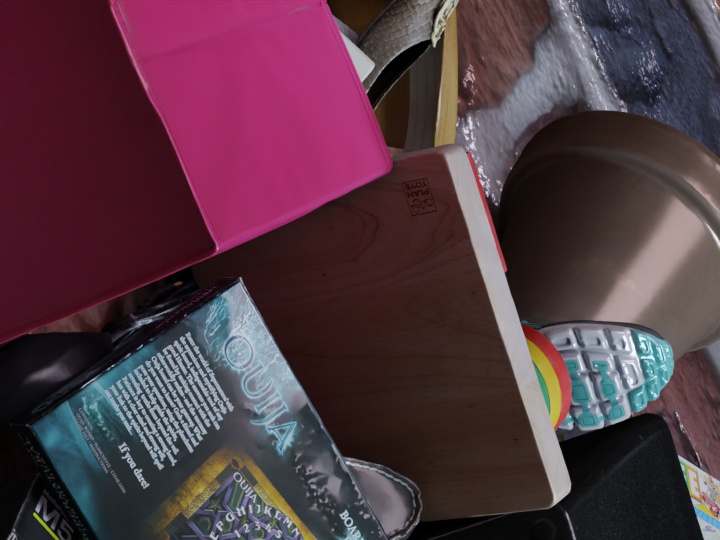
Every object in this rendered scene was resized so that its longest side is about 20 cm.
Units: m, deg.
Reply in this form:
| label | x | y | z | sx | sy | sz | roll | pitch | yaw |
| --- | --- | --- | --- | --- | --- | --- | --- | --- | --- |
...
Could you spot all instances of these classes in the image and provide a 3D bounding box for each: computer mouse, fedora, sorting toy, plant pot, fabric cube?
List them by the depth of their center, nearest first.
| label | x | y | z | sx | sy | sz | roll | pitch | yaw |
| --- | --- | --- | --- | --- | --- | --- | --- | --- | --- |
| fabric cube | -0.137 | -0.089 | 1.251 | 0.199 | 0.196 | 0.200 | -28 | 97 | -60 |
| computer mouse | -0.142 | 0.033 | 1.308 | 0.034 | 0.059 | 0.200 | 60 | 27 | -3 |
| sorting toy | 0.018 | 0.035 | 1.381 | 0.070 | 0.200 | 0.199 | -28 | 103 | -48 |
| plant pot | 0.095 | 0.207 | 1.422 | 0.177 | 0.200 | 0.200 | 3 | 69 | -73 |
| fedora | 0.017 | -0.145 | 1.648 | 0.201 | 0.082 | 0.201 | 179 | -90 | -86 |
| plant pot | 0.164 | 0.016 | 1.760 | 0.200 | 0.200 | 0.175 | 55 | 49 | -24 |

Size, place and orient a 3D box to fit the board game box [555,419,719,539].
| label | x | y | z | sx | sy | sz | roll | pitch | yaw |
| --- | --- | --- | --- | --- | --- | --- | --- | --- | --- |
| board game box | 0.160 | 0.159 | 1.677 | 0.200 | 0.134 | 0.034 | 33 | 44 | -49 |

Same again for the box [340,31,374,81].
| label | x | y | z | sx | sy | sz | roll | pitch | yaw |
| --- | --- | --- | --- | --- | --- | --- | --- | --- | --- |
| box | -0.092 | -0.157 | 1.444 | 0.200 | 0.082 | 0.068 | 42 | 1 | -26 |

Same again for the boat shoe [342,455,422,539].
| label | x | y | z | sx | sy | sz | roll | pitch | yaw |
| --- | --- | --- | --- | --- | --- | --- | --- | --- | --- |
| boat shoe | -0.052 | 0.127 | 1.299 | 0.201 | 0.061 | 0.072 | 0 | 76 | -26 |

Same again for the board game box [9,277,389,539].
| label | x | y | z | sx | sy | sz | roll | pitch | yaw |
| --- | --- | --- | --- | --- | --- | --- | --- | --- | --- |
| board game box | -0.067 | 0.122 | 1.241 | 0.135 | 0.028 | 0.200 | -35 | 105 | -24 |

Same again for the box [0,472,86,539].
| label | x | y | z | sx | sy | sz | roll | pitch | yaw |
| --- | --- | --- | --- | --- | --- | --- | --- | --- | --- |
| box | -0.139 | 0.232 | 1.190 | 0.200 | 0.047 | 0.193 | 53 | 29 | -26 |

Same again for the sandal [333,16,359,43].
| label | x | y | z | sx | sy | sz | roll | pitch | yaw |
| --- | --- | --- | --- | --- | --- | --- | --- | --- | --- |
| sandal | -0.078 | -0.145 | 1.530 | 0.207 | 0.079 | 0.059 | 34 | 44 | -35 |

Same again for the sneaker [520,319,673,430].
| label | x | y | z | sx | sy | sz | roll | pitch | yaw |
| --- | --- | --- | --- | --- | --- | --- | --- | --- | --- |
| sneaker | 0.098 | 0.055 | 1.589 | 0.091 | 0.200 | 0.078 | -86 | 169 | -60 |

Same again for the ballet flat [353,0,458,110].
| label | x | y | z | sx | sy | sz | roll | pitch | yaw |
| --- | --- | --- | --- | --- | --- | --- | --- | --- | --- |
| ballet flat | 0.001 | -0.102 | 1.528 | 0.046 | 0.200 | 0.067 | 39 | -5 | 16 |
